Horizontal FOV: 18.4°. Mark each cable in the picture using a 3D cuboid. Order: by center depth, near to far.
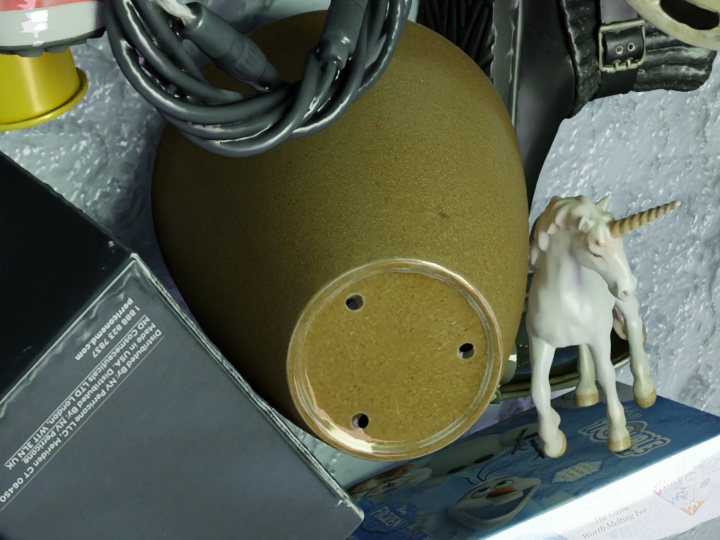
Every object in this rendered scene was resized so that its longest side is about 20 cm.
[{"bbox_3d":[-0.024,-0.139,0.935,0.199,0.050,0.165,-25,114,-44],"label":"cable"}]

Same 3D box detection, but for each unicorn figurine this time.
[{"bbox_3d":[0.112,0.017,1.101,0.073,0.200,0.139,-9,104,0],"label":"unicorn figurine"}]

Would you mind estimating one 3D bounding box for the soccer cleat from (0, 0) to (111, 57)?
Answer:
[{"bbox_3d":[-0.094,-0.150,0.938,0.199,0.068,0.074,-30,125,-47],"label":"soccer cleat"}]

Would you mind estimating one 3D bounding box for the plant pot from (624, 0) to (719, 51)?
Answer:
[{"bbox_3d":[0.185,-0.186,1.008,0.183,0.199,0.202,-44,145,-61],"label":"plant pot"}]

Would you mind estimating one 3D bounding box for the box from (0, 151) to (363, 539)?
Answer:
[{"bbox_3d":[-0.134,0.057,0.973,0.123,0.200,0.199,-47,133,-9],"label":"box"}]

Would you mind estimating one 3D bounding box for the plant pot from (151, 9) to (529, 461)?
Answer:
[{"bbox_3d":[0.000,0.000,1.009,0.184,0.200,0.188,-3,113,-6],"label":"plant pot"}]

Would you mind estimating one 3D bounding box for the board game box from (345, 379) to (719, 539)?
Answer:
[{"bbox_3d":[0.080,0.120,1.154,0.197,0.200,0.044,-22,98,-12],"label":"board game box"}]

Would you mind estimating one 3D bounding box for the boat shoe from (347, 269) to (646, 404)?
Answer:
[{"bbox_3d":[0.069,0.038,1.220,0.200,0.060,0.073,-9,119,-35],"label":"boat shoe"}]

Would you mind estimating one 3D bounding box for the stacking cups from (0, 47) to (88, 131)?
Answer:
[{"bbox_3d":[-0.169,-0.159,0.936,0.060,0.060,0.201,-29,124,-23],"label":"stacking cups"}]

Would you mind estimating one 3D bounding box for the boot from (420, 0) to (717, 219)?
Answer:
[{"bbox_3d":[0.108,-0.089,1.171,0.157,0.079,0.213,-10,118,-35],"label":"boot"}]
